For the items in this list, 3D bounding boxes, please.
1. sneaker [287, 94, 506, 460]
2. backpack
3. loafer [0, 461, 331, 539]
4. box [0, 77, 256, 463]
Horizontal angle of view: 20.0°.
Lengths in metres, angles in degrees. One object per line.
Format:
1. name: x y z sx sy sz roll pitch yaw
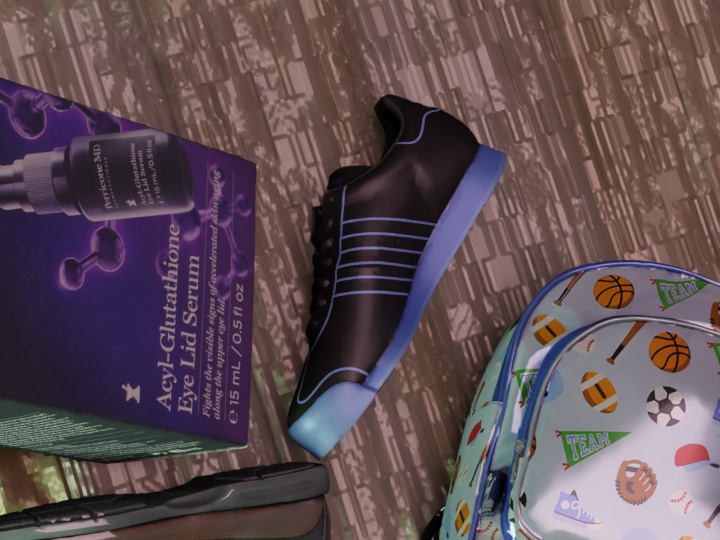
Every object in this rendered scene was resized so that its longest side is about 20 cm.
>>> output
1. sneaker: 0.000 0.000 1.071 0.078 0.070 0.200 31 68 -4
2. backpack: 0.139 0.091 1.054 0.200 0.154 0.191 15 67 -9
3. loafer: -0.106 0.141 1.017 0.200 0.072 0.063 -9 92 -19
4. box: -0.152 0.004 0.956 0.200 0.104 0.148 15 70 -48
